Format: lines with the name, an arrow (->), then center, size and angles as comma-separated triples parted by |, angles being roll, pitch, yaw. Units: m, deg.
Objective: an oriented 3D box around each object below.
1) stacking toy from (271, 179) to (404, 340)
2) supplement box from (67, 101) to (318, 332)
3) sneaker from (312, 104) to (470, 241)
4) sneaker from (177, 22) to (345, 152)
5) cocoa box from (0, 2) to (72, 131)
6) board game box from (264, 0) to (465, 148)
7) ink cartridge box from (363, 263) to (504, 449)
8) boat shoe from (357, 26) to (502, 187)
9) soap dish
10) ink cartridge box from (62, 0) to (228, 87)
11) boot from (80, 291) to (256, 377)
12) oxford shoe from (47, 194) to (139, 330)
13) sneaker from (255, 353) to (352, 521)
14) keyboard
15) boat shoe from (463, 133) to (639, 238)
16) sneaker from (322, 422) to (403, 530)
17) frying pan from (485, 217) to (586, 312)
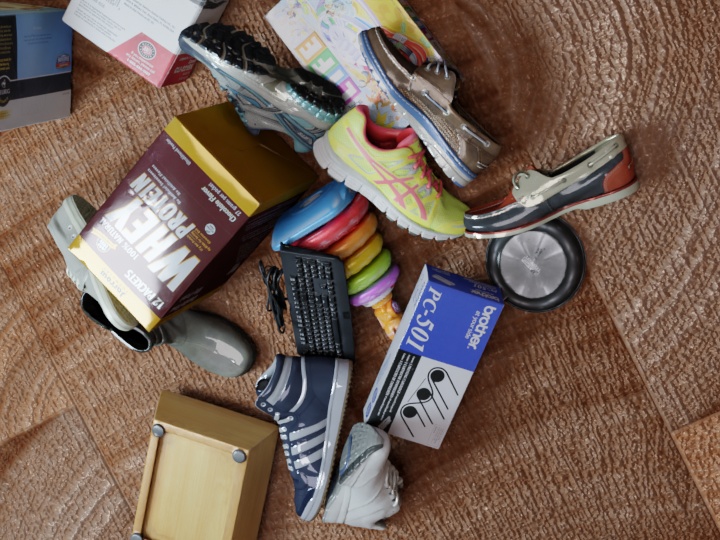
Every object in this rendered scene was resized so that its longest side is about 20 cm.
stacking toy -> 0.000, 0.000, 1.710 | 0.109, 0.116, 0.201 | -29, 103, 23
supplement box -> -0.184, -0.066, 1.690 | 0.133, 0.197, 0.200 | 45, 110, 4
sneaker -> 0.049, -0.108, 1.651 | 0.199, 0.078, 0.091 | 31, 116, -14
sneaker -> -0.121, -0.196, 1.665 | 0.199, 0.078, 0.087 | 31, 123, -3
cocoa box -> -0.431, -0.237, 1.727 | 0.132, 0.200, 0.133 | 8, 103, 16
board game box -> 0.005, -0.249, 1.681 | 0.134, 0.034, 0.201 | -39, 89, 21
ink cartridge box -> 0.080, 0.099, 1.697 | 0.093, 0.044, 0.202 | 17, 115, -10
boat shoe -> 0.077, -0.190, 1.622 | 0.072, 0.072, 0.201 | -36, 100, 15
soap dish -> -0.194, 0.263, 1.824 | 0.156, 0.081, 0.202 | 16, 107, 13
ink cartridge box -> -0.223, -0.333, 1.706 | 0.144, 0.084, 0.201 | 35, 110, 8
boot -> -0.229, 0.078, 1.769 | 0.199, 0.131, 0.068 | 32, 109, 8
oxford shoe -> -0.303, -0.001, 1.713 | 0.058, 0.075, 0.201 | -41, 55, 12
sneaker -> -0.080, 0.191, 1.764 | 0.107, 0.070, 0.202 | 11, 103, -8
keyboard -> -0.063, 0.049, 1.704 | 0.103, 0.040, 0.201 | 12, 142, 15
boat shoe -> 0.201, -0.088, 1.631 | 0.198, 0.071, 0.063 | -18, 109, 10
sneaker -> 0.014, 0.238, 1.735 | 0.086, 0.075, 0.201 | 17, 148, -1
frying pan -> 0.161, 0.004, 1.693 | 0.188, 0.031, 0.116 | -21, 93, 17
